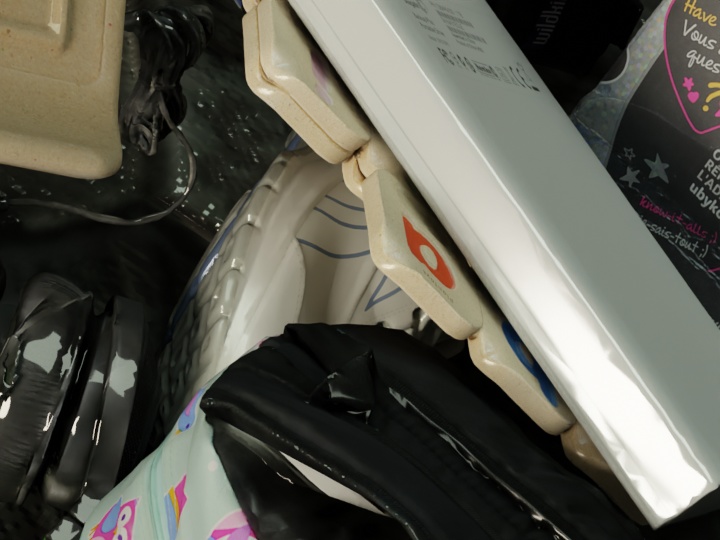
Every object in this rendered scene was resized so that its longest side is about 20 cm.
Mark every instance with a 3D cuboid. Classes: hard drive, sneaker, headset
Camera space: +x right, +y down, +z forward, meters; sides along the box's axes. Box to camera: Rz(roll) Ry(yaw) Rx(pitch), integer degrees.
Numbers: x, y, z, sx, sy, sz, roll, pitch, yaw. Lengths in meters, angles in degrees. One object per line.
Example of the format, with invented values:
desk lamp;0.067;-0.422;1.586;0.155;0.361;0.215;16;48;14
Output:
hard drive;0.050;-0.019;0.730;0.200;0.027;0.132;55;16;13
sneaker;0.000;0.000;0.782;0.087;0.075;0.200;35;42;-2
headset;-0.103;0.010;0.693;0.123;0.094;0.200;34;53;4

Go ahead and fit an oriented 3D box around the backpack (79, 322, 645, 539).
backpack;0.015;0.112;0.635;0.200;0.127;0.167;47;23;16

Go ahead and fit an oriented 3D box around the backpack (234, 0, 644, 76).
backpack;0.023;-0.170;0.881;0.190;0.201;0.154;-20;56;-33

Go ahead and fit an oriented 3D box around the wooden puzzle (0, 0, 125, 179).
wooden puzzle;-0.138;-0.130;0.632;0.185;0.046;0.201;10;75;-39

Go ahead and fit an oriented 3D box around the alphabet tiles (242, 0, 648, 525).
alphabet tiles;0.034;-0.013;0.747;0.200;0.015;0.196;45;17;-25

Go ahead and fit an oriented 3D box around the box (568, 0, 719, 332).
box;0.172;-0.040;0.848;0.132;0.115;0.200;47;27;18
